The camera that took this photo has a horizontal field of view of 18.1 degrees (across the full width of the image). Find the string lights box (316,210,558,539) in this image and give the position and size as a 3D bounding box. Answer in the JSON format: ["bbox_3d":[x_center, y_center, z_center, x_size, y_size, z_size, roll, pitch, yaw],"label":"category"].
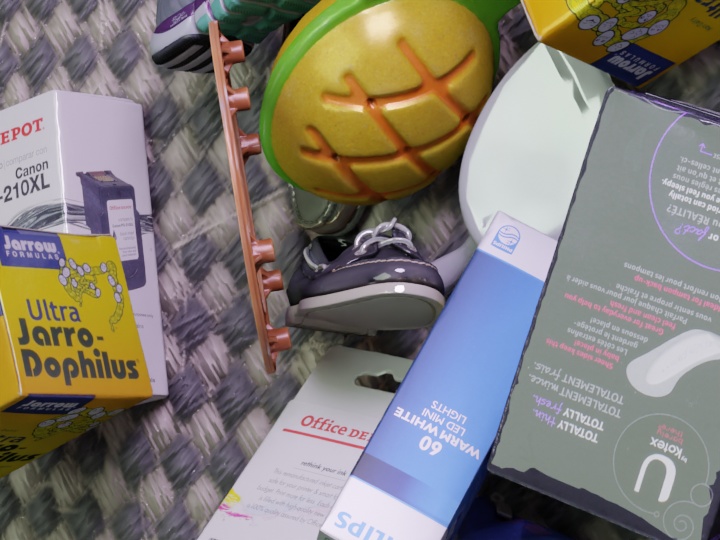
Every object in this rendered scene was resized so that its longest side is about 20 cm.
[{"bbox_3d":[0.045,0.080,1.167,0.059,0.103,0.201,27,65,7],"label":"string lights box"}]

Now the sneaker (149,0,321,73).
[{"bbox_3d":[-0.056,-0.187,1.298,0.199,0.074,0.088,-23,68,39],"label":"sneaker"}]

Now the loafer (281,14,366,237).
[{"bbox_3d":[-0.027,-0.122,1.352,0.072,0.063,0.201,3,87,42],"label":"loafer"}]

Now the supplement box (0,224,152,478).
[{"bbox_3d":[-0.240,0.062,1.381,0.200,0.109,0.110,-29,69,36],"label":"supplement box"}]

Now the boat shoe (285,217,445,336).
[{"bbox_3d":[0.000,0.000,1.263,0.200,0.072,0.063,161,117,-75],"label":"boat shoe"}]

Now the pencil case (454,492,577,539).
[{"bbox_3d":[0.111,0.178,1.179,0.199,0.078,0.087,17,90,42],"label":"pencil case"}]

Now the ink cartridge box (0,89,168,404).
[{"bbox_3d":[-0.210,-0.004,1.488,0.144,0.084,0.201,-16,75,39],"label":"ink cartridge box"}]

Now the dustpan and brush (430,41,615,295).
[{"bbox_3d":[0.085,-0.030,1.254,0.200,0.057,0.140,-35,75,27],"label":"dustpan and brush"}]

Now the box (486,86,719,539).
[{"bbox_3d":[0.161,0.023,1.117,0.122,0.106,0.201,21,99,24],"label":"box"}]

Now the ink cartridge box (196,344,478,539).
[{"bbox_3d":[-0.015,0.145,1.270,0.115,0.068,0.200,10,56,42],"label":"ink cartridge box"}]

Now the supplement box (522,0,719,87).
[{"bbox_3d":[0.175,-0.196,1.119,0.199,0.109,0.110,-31,64,27],"label":"supplement box"}]

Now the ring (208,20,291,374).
[{"bbox_3d":[-0.061,-0.042,1.269,0.019,0.201,0.202,-10,74,-2],"label":"ring"}]

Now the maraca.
[{"bbox_3d":[0.020,-0.116,1.253,0.200,0.136,0.107,-59,42,34],"label":"maraca"}]
